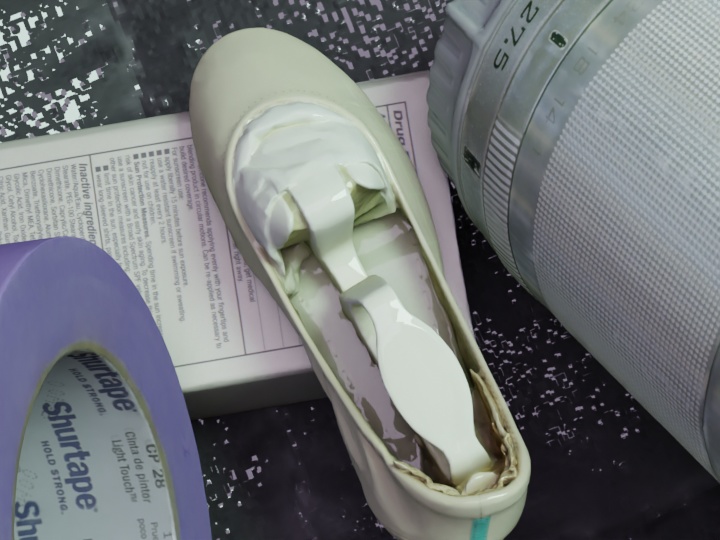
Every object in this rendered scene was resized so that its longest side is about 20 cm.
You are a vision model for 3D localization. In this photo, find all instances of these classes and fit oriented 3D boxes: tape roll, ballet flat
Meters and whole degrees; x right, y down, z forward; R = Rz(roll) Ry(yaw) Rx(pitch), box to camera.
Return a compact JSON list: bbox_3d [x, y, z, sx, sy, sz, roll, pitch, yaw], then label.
[{"bbox_3d":[-0.114,0.094,0.693,0.084,0.200,0.202,-6,78,14],"label":"tape roll"},{"bbox_3d":[0.000,0.000,0.761,0.069,0.069,0.201,-28,79,-4],"label":"ballet flat"}]

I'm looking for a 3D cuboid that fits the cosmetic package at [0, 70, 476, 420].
[{"bbox_3d":[-0.063,0.000,0.833,0.198,0.073,0.104,-8,78,0],"label":"cosmetic package"}]

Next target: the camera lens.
[{"bbox_3d":[0.133,-0.026,0.735,0.160,0.160,0.200,-38,49,-6],"label":"camera lens"}]
